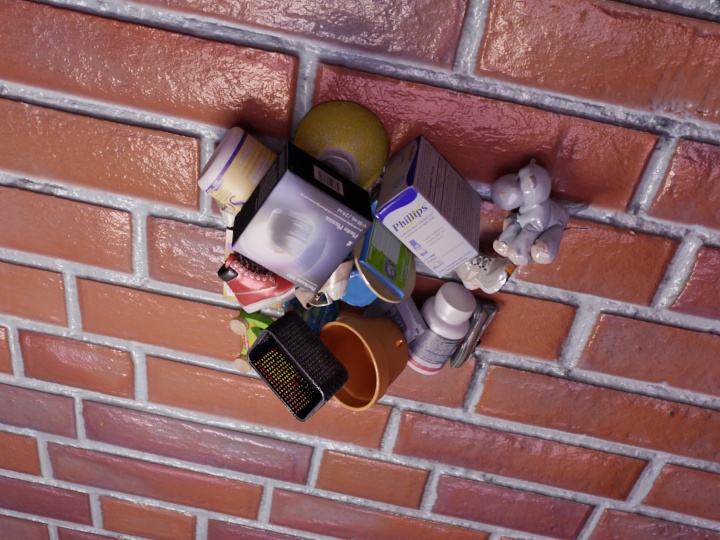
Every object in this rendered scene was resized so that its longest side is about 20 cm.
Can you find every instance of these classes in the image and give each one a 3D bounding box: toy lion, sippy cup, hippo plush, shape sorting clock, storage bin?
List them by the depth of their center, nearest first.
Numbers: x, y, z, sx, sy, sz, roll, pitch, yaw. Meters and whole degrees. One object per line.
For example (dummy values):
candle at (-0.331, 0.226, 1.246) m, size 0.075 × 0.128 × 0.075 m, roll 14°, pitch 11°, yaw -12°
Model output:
hippo plush at (0.338, -0.117, 1.548) m, size 0.197 × 0.161 × 0.162 m, roll -15°, pitch 125°, yaw 20°
shape sorting clock at (0.049, -0.030, 1.638) m, size 0.039 × 0.202 × 0.200 m, roll -27°, pitch 121°, yaw 40°
sippy cup at (0.000, 0.000, 1.703) m, size 0.175 × 0.131 × 0.141 m, roll -11°, pitch 125°, yaw 18°
storage bin at (-0.138, 0.207, 1.714) m, size 0.200 × 0.093 × 0.136 m, roll 48°, pitch 135°, yaw 8°
sippy cup at (-0.123, 0.118, 1.824) m, size 0.138 × 0.131 × 0.178 m, roll -28°, pitch 118°, yaw 27°
toy lion at (-0.213, 0.197, 1.911) m, size 0.188 × 0.069 × 0.203 m, roll 16°, pitch 130°, yaw 18°

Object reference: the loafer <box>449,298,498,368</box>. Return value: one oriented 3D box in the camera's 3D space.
loafer at (0.262, 0.155, 1.832) m, size 0.062 × 0.072 × 0.202 m, roll 11°, pitch 127°, yaw -9°

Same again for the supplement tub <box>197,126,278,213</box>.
supplement tub at (-0.212, -0.177, 1.599) m, size 0.199 × 0.147 × 0.145 m, roll 35°, pitch 125°, yaw -17°

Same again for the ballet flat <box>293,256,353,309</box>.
ballet flat at (-0.065, 0.031, 1.617) m, size 0.199 × 0.067 × 0.068 m, roll -30°, pitch 82°, yaw 52°

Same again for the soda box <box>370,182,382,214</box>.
soda box at (0.108, -0.102, 1.658) m, size 0.067 × 0.065 × 0.200 m, roll -34°, pitch 116°, yaw 30°

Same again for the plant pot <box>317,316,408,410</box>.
plant pot at (0.012, 0.189, 1.746) m, size 0.198 × 0.139 × 0.204 m, roll 19°, pitch 118°, yaw 40°

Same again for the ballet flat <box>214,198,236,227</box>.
ballet flat at (-0.243, -0.113, 1.698) m, size 0.197 × 0.068 × 0.076 m, roll 25°, pitch 102°, yaw -13°

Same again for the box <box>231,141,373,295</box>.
box at (-0.111, -0.094, 1.498) m, size 0.198 × 0.124 × 0.199 m, roll 29°, pitch 118°, yaw -22°

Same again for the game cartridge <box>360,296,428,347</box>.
game cartridge at (0.067, 0.126, 1.804) m, size 0.041 × 0.135 × 0.200 m, roll -8°, pitch 154°, yaw -38°

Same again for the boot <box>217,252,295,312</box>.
boot at (-0.217, 0.005, 1.753) m, size 0.197 × 0.073 × 0.145 m, roll -21°, pitch 122°, yaw 24°

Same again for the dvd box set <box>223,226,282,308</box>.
dvd box set at (-0.239, -0.007, 1.808) m, size 0.143 × 0.030 × 0.203 m, roll 10°, pitch 128°, yaw 1°

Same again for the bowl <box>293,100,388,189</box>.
bowl at (-0.045, -0.220, 1.563) m, size 0.196 × 0.109 × 0.203 m, roll 5°, pitch 128°, yaw 6°

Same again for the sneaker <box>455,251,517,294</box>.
sneaker at (0.246, -0.008, 1.652) m, size 0.092 × 0.076 × 0.199 m, roll 44°, pitch 163°, yaw -14°

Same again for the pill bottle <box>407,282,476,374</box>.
pill bottle at (0.179, 0.129, 1.790) m, size 0.118 × 0.121 × 0.202 m, roll 22°, pitch 129°, yaw -8°

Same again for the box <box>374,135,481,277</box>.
box at (0.138, -0.126, 1.558) m, size 0.104 × 0.185 × 0.200 m, roll -33°, pitch 116°, yaw 31°
